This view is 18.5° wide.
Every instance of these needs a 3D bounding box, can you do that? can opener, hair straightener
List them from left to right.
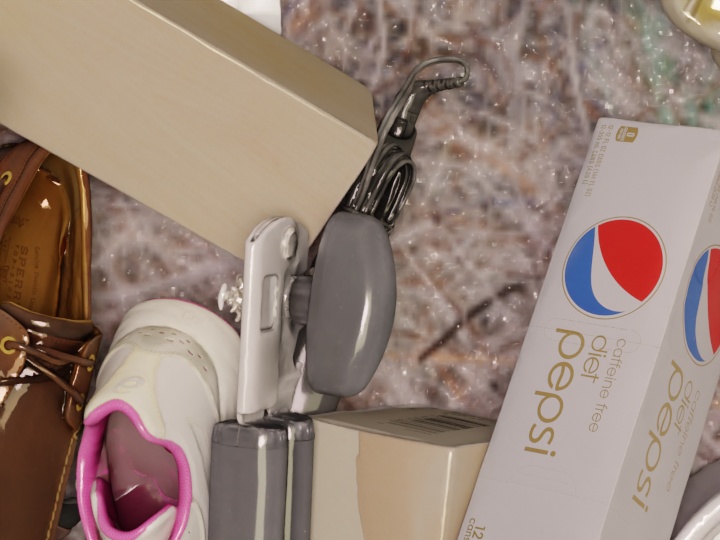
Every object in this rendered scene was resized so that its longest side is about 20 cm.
[{"bbox_3d":[-0.030,0.076,0.889,0.066,0.053,0.202,10,97,25],"label":"can opener"},{"bbox_3d":[0.000,0.000,0.947,0.041,0.077,0.201,26,93,-2],"label":"hair straightener"}]

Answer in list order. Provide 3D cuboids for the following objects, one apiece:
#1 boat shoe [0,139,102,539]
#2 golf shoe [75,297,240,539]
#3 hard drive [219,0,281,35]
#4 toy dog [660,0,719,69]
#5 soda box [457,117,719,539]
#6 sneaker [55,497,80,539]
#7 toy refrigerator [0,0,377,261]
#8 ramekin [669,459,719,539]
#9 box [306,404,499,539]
[{"bbox_3d":[-0.143,0.037,0.898,0.072,0.067,0.202,20,58,-37],"label":"boat shoe"},{"bbox_3d":[-0.090,0.115,0.926,0.075,0.092,0.202,6,114,15],"label":"golf shoe"},{"bbox_3d":[-0.136,-0.162,0.947,0.198,0.026,0.133,-3,96,-5],"label":"hard drive"},{"bbox_3d":[0.152,-0.155,0.898,0.199,0.194,0.141,9,72,36],"label":"toy dog"},{"bbox_3d":[0.108,0.040,0.924,0.063,0.068,0.202,8,69,32],"label":"soda box"},{"bbox_3d":[-0.189,0.046,0.951,0.082,0.077,0.201,-35,99,-28],"label":"sneaker"},{"bbox_3d":[-0.096,-0.085,0.916,0.199,0.070,0.076,29,111,-15],"label":"toy refrigerator"},{"bbox_3d":[0.203,0.169,0.972,0.198,0.098,0.203,-1,95,-6],"label":"ramekin"},{"bbox_3d":[0.019,0.164,0.946,0.077,0.095,0.202,9,97,33],"label":"box"}]
